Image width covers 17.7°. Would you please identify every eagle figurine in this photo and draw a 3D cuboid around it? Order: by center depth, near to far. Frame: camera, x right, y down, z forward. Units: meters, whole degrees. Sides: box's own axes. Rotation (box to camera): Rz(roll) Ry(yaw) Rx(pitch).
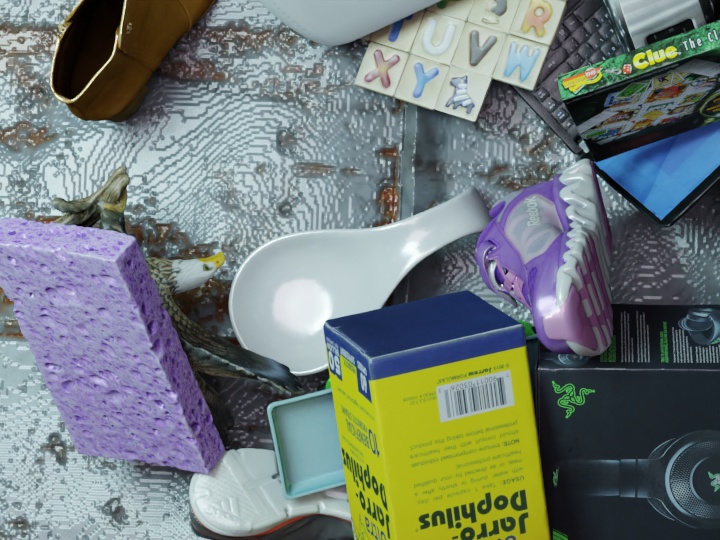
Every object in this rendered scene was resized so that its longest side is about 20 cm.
[{"bbox_3d":[-0.145,0.034,1.590,0.150,0.152,0.201,-28,83,5],"label":"eagle figurine"}]

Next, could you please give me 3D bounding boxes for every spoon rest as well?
[{"bbox_3d":[0.000,0.000,1.625,0.199,0.061,0.100,-29,83,2],"label":"spoon rest"}]

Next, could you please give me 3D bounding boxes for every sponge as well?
[{"bbox_3d":[-0.168,0.052,1.525,0.111,0.201,0.030,8,45,29],"label":"sponge"}]

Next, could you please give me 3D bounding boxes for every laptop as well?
[{"bbox_3d":[0.199,-0.159,1.595,0.177,0.103,0.200,-43,91,0],"label":"laptop"}]

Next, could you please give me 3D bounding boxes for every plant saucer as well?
[{"bbox_3d":[0.035,0.097,1.575,0.199,0.019,0.070,-14,106,-12],"label":"plant saucer"}]

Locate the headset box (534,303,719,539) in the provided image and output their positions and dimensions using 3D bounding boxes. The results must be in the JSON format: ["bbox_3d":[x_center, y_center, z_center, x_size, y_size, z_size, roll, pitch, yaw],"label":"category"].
[{"bbox_3d":[0.203,0.117,1.541,0.199,0.093,0.175,1,117,6],"label":"headset box"}]

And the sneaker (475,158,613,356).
[{"bbox_3d":[0.118,-0.002,1.519,0.088,0.200,0.081,-10,115,11],"label":"sneaker"}]

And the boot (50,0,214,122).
[{"bbox_3d":[-0.151,-0.197,1.614,0.071,0.144,0.202,23,88,6],"label":"boot"}]

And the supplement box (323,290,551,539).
[{"bbox_3d":[0.052,0.129,1.518,0.109,0.109,0.201,-12,104,-15],"label":"supplement box"}]

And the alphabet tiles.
[{"bbox_3d":[0.073,-0.211,1.638,0.166,0.006,0.201,20,87,25],"label":"alphabet tiles"}]

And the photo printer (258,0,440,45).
[{"bbox_3d":[0.005,-0.243,1.580,0.199,0.166,0.070,-23,49,16],"label":"photo printer"}]

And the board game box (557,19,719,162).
[{"bbox_3d":[0.235,-0.130,1.512,0.199,0.105,0.024,-18,62,11],"label":"board game box"}]

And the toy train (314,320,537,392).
[{"bbox_3d":[0.068,0.076,1.623,0.199,0.042,0.057,-16,94,4],"label":"toy train"}]

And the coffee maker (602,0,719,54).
[{"bbox_3d":[0.248,-0.239,1.545,0.199,0.135,0.193,-16,42,10],"label":"coffee maker"}]

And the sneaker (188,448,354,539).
[{"bbox_3d":[-0.027,0.158,1.616,0.199,0.082,0.077,2,66,-15],"label":"sneaker"}]
